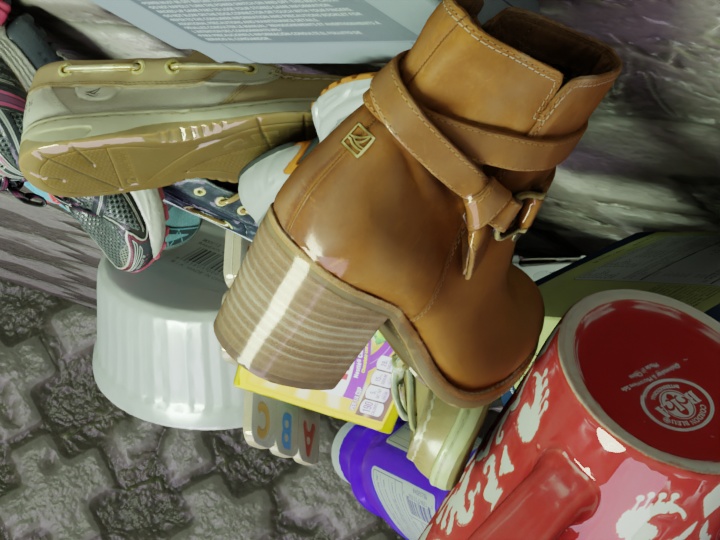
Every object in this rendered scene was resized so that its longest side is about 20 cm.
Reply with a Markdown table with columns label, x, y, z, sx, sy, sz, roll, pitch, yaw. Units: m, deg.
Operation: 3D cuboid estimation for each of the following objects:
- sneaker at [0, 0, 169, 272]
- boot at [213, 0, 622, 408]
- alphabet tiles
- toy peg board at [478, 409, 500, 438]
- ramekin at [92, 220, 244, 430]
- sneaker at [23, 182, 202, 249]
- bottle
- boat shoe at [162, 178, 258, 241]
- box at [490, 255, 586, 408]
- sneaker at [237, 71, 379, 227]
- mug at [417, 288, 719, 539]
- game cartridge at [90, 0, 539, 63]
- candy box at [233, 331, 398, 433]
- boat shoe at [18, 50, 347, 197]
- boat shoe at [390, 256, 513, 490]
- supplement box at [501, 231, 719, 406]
| label | x | y | z | sx | sy | sz | roll | pitch | yaw |
| --- | --- | --- | --- | --- | --- | --- | --- | --- | --- |
| sneaker | -0.188 | -0.067 | 0.885 | 0.080 | 0.075 | 0.200 | 8 | 146 | 45 |
| boot | 0.046 | -0.028 | 0.589 | 0.199 | 0.156 | 0.077 | 8 | -146 | -49 |
| alphabet tiles | -0.049 | 0.035 | 1.089 | 0.015 | 0.197 | 0.200 | -4 | 164 | 21 |
| toy peg board | 0.154 | 0.212 | 0.986 | 0.200 | 0.200 | 0.098 | 26 | 157 | -39 |
| ramekin | -0.116 | 0.030 | 1.204 | 0.199 | 0.098 | 0.201 | 0 | -149 | 0 |
| sneaker | -0.164 | -0.057 | 1.103 | 0.095 | 0.080 | 0.200 | 9 | 169 | 30 |
| bottle | 0.044 | 0.130 | 0.921 | 0.084 | 0.065 | 0.200 | 57 | 163 | -19 |
| boat shoe | -0.070 | -0.053 | 0.952 | 0.199 | 0.071 | 0.091 | 18 | 176 | 10 |
| box | 0.071 | 0.043 | 1.025 | 0.199 | 0.097 | 0.176 | -2 | 177 | -9 |
| sneaker | 0.010 | -0.028 | 0.681 | 0.075 | 0.092 | 0.200 | -11 | 170 | -24 |
| mug | 0.098 | 0.128 | 0.694 | 0.133 | 0.178 | 0.201 | 25 | 129 | 2 |
| game cartridge | -0.044 | -0.122 | 0.598 | 0.199 | 0.041 | 0.133 | 8 | 171 | 45 |
| candy box | 0.000 | 0.000 | 0.860 | 0.102 | 0.201 | 0.026 | 18 | -147 | -2 |
| boat shoe | -0.072 | -0.085 | 0.764 | 0.199 | 0.070 | 0.074 | -4 | 155 | -7 |
| boat shoe | 0.037 | 0.017 | 0.732 | 0.063 | 0.201 | 0.073 | 14 | 138 | -2 |
| supplement box | 0.195 | 0.092 | 0.828 | 0.134 | 0.201 | 0.200 | -24 | -168 | -27 |
